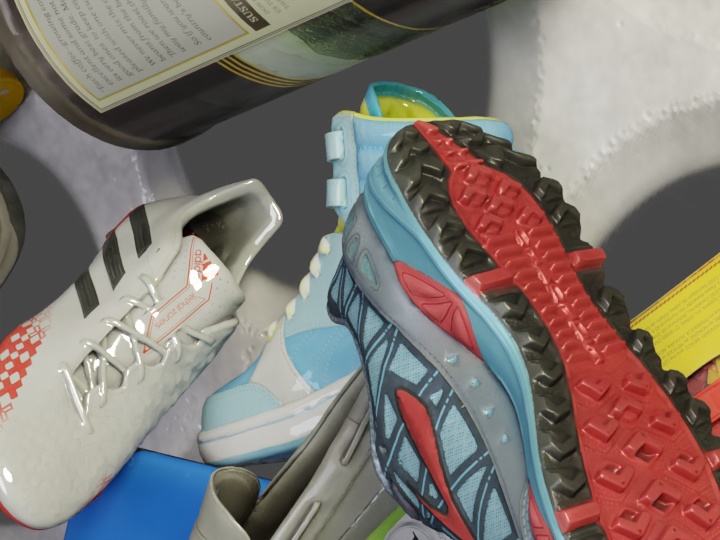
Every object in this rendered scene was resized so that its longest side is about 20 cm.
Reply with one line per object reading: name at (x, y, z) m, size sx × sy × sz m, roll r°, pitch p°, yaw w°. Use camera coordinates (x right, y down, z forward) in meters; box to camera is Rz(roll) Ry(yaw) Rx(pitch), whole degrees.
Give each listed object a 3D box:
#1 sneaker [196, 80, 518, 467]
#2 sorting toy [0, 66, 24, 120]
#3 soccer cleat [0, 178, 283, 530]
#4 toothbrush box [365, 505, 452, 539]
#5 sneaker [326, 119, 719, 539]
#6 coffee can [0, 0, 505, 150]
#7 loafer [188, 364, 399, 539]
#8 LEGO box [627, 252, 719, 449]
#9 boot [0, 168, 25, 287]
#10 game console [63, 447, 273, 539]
sneaker at (0.000, 0.000, 1.008) m, size 0.200 × 0.079 × 0.131 m, roll -24°, pitch 76°, yaw 37°
sorting toy at (-0.258, -0.126, 1.203) m, size 0.200 × 0.107 × 0.180 m, roll -37°, pitch 58°, yaw 23°
soccer cleat at (-0.092, 0.027, 1.023) m, size 0.085 × 0.200 × 0.069 m, roll -24°, pitch 111°, yaw 33°
toothbrush box at (0.021, 0.190, 0.887) m, size 0.200 × 0.086 × 0.146 m, roll -46°, pitch 65°, yaw 22°
sneaker at (0.051, 0.054, 0.782) m, size 0.096 × 0.079 × 0.200 m, roll -53°, pitch 53°, yaw 43°
coffee can at (-0.032, -0.144, 0.967) m, size 0.200 × 0.146 × 0.147 m, roll -19°, pitch 83°, yaw 41°
loafer at (-0.036, 0.103, 0.938) m, size 0.200 × 0.070 × 0.070 m, roll -44°, pitch 106°, yaw 11°
LEGO box at (0.157, 0.032, 0.823) m, size 0.200 × 0.149 × 0.077 m, roll -41°, pitch 69°, yaw 37°
boot at (-0.261, 0.031, 1.183) m, size 0.074 × 0.154 × 0.204 m, roll 52°, pitch 126°, yaw 24°
game console at (-0.023, 0.176, 1.034) m, size 0.200 × 0.118 × 0.171 m, roll 11°, pitch 86°, yaw 27°
